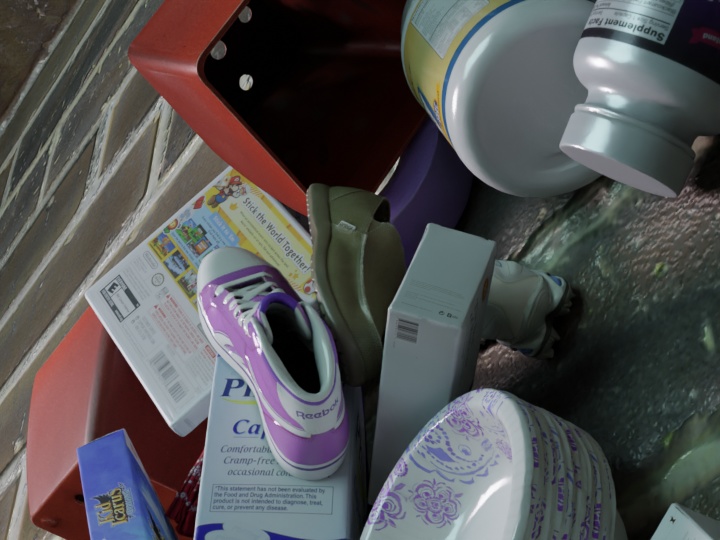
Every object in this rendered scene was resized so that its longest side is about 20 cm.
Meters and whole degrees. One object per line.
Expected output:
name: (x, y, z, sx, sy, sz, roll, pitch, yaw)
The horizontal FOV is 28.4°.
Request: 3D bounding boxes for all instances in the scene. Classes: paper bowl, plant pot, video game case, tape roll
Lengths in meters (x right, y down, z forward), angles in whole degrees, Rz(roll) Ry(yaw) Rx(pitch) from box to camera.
paper bowl: (0.080, 0.179, 0.836, 0.201, 0.104, 0.201, -53, 20, 28)
plant pot: (-0.197, 0.158, 1.308, 0.200, 0.200, 0.176, -46, 23, 40)
video game case: (-0.122, 0.017, 1.179, 0.182, 0.023, 0.200, -41, 44, -2)
video game case: (-0.154, 0.246, 1.088, 0.045, 0.182, 0.200, -24, 28, -5)
tape roll: (-0.005, -0.077, 1.229, 0.200, 0.066, 0.200, -20, 50, 25)
plant pot: (-0.069, -0.177, 1.163, 0.176, 0.200, 0.200, 14, 64, 48)

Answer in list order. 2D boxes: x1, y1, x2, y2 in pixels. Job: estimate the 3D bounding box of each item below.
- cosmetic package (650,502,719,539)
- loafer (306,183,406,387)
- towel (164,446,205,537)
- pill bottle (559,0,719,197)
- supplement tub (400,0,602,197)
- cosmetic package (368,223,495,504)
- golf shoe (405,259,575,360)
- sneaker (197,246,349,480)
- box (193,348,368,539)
cosmetic package: (0.147, 0.228, 0.726, 0.200, 0.051, 0.083, -62, 26, 10)
loafer: (0.000, 0.000, 1.021, 0.200, 0.067, 0.076, -100, -1, -48)
towel: (-0.076, 0.139, 1.192, 0.022, 0.145, 0.200, 29, 86, 27)
pill bottle: (0.202, -0.153, 0.897, 0.200, 0.111, 0.111, -66, 23, 0)
supplement tub: (0.111, -0.153, 1.051, 0.145, 0.144, 0.200, -59, 23, 17)
cosmetic package: (0.047, 0.072, 0.947, 0.200, 0.051, 0.083, 95, -166, -46)
golf shoe: (0.069, 0.014, 1.046, 0.200, 0.097, 0.078, -6, 64, 65)
sneaker: (-0.059, 0.031, 0.963, 0.201, 0.073, 0.114, 55, 160, 37)
box: (-0.051, 0.179, 1.030, 0.184, 0.105, 0.200, 87, -176, -50)
